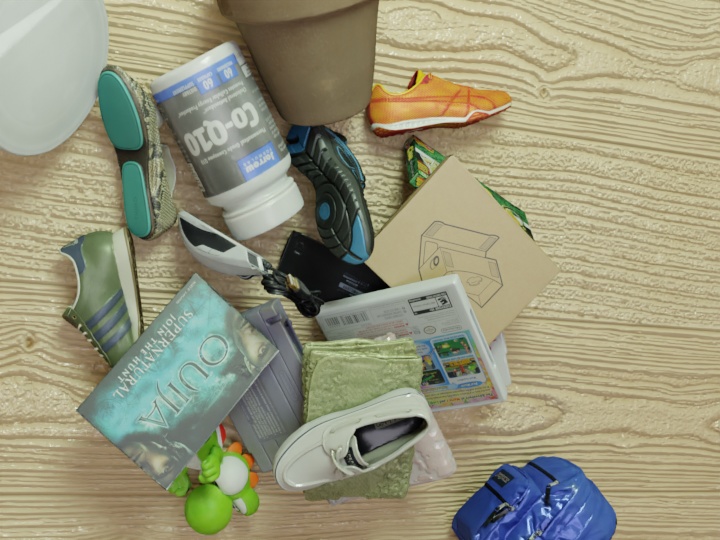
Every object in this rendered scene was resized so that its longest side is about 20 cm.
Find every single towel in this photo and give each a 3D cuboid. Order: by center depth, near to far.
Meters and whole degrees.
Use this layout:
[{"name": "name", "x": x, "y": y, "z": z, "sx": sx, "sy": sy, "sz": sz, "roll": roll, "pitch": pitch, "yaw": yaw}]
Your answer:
[{"name": "towel", "x": -0.001, "y": 0.178, "z": 1.041, "sx": 0.144, "sy": 0.037, "sz": 0.205, "roll": 1, "pitch": 103, "yaw": -6}, {"name": "towel", "x": 0.001, "y": 0.195, "z": 1.106, "sx": 0.188, "sy": 0.032, "sz": 0.203, "roll": -21, "pitch": 107, "yaw": 20}]

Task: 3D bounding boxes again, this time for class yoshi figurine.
[{"name": "yoshi figurine", "x": -0.202, "y": 0.241, "z": 1.062, "sx": 0.111, "sy": 0.113, "sz": 0.202, "roll": -32, "pitch": 110, "yaw": 6}]

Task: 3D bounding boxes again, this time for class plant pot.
[{"name": "plant pot", "x": -0.055, "y": -0.266, "z": 0.992, "sx": 0.196, "sy": 0.201, "sz": 0.178, "roll": -18, "pitch": 121, "yaw": -15}]

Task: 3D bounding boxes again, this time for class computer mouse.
[{"name": "computer mouse", "x": -0.139, "y": -0.006, "z": 1.009, "sx": 0.198, "sy": 0.109, "sz": 0.045, "roll": 29, "pitch": 89, "yaw": 23}]

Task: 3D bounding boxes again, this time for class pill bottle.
[{"name": "pill bottle", "x": -0.148, "y": -0.146, "z": 1.005, "sx": 0.112, "sy": 0.114, "sz": 0.203, "roll": -29, "pitch": 107, "yaw": -12}]

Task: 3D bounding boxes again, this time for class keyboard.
[{"name": "keyboard", "x": 0.000, "y": 0.000, "z": 1.089, "sx": 0.197, "sy": 0.021, "sz": 0.129, "roll": 25, "pitch": 110, "yaw": -2}]

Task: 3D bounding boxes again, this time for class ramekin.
[{"name": "ramekin", "x": -0.353, "y": -0.228, "z": 0.887, "sx": 0.093, "sy": 0.202, "sz": 0.206, "roll": 21, "pitch": 92, "yaw": 17}]

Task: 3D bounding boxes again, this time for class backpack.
[{"name": "backpack", "x": 0.239, "y": 0.347, "z": 1.192, "sx": 0.199, "sy": 0.162, "sz": 0.169, "roll": -41, "pitch": 105, "yaw": -7}]

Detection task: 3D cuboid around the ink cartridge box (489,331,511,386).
[{"name": "ink cartridge box", "x": 0.122, "y": 0.055, "z": 1.137, "sx": 0.113, "sy": 0.067, "sz": 0.205, "roll": -12, "pitch": 104, "yaw": 7}]

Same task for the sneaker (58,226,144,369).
[{"name": "sneaker", "x": -0.299, "y": 0.055, "z": 1.017, "sx": 0.088, "sy": 0.067, "sz": 0.205, "roll": -6, "pitch": 101, "yaw": -10}]

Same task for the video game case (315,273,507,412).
[{"name": "video game case", "x": 0.062, "y": 0.102, "z": 1.086, "sx": 0.196, "sy": 0.024, "sz": 0.184, "roll": -13, "pitch": 119, "yaw": 27}]

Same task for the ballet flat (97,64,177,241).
[{"name": "ballet flat", "x": -0.247, "y": -0.138, "z": 0.998, "sx": 0.075, "sy": 0.067, "sz": 0.204, "roll": -38, "pitch": 128, "yaw": -50}]

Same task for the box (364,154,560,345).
[{"name": "box", "x": 0.120, "y": -0.010, "z": 1.060, "sx": 0.200, "sy": 0.021, "sz": 0.164, "roll": 43, "pitch": 96, "yaw": -13}]

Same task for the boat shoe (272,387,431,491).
[{"name": "boat shoe", "x": -0.009, "y": 0.201, "z": 0.993, "sx": 0.196, "sy": 0.066, "sz": 0.073, "roll": -21, "pitch": 106, "yaw": -1}]

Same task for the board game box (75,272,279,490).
[{"name": "board game box", "x": -0.203, "y": 0.124, "z": 0.991, "sx": 0.135, "sy": 0.028, "sz": 0.201, "roll": 41, "pitch": 74, "yaw": -7}]

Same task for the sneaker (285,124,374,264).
[{"name": "sneaker", "x": -0.018, "y": -0.096, "z": 1.029, "sx": 0.081, "sy": 0.203, "sz": 0.073, "roll": 8, "pitch": 141, "yaw": -44}]

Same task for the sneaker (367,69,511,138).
[{"name": "sneaker", "x": 0.103, "y": -0.216, "z": 1.103, "sx": 0.195, "sy": 0.073, "sz": 0.079, "roll": -8, "pitch": 91, "yaw": -20}]

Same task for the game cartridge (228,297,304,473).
[{"name": "game cartridge", "x": -0.113, "y": 0.144, "z": 1.076, "sx": 0.127, "sy": 0.038, "sz": 0.203, "roll": -19, "pitch": 106, "yaw": 23}]

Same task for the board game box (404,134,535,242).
[{"name": "board game box", "x": 0.141, "y": -0.092, "z": 1.120, "sx": 0.198, "sy": 0.106, "sz": 0.024, "roll": 31, "pitch": 116, "yaw": -21}]
